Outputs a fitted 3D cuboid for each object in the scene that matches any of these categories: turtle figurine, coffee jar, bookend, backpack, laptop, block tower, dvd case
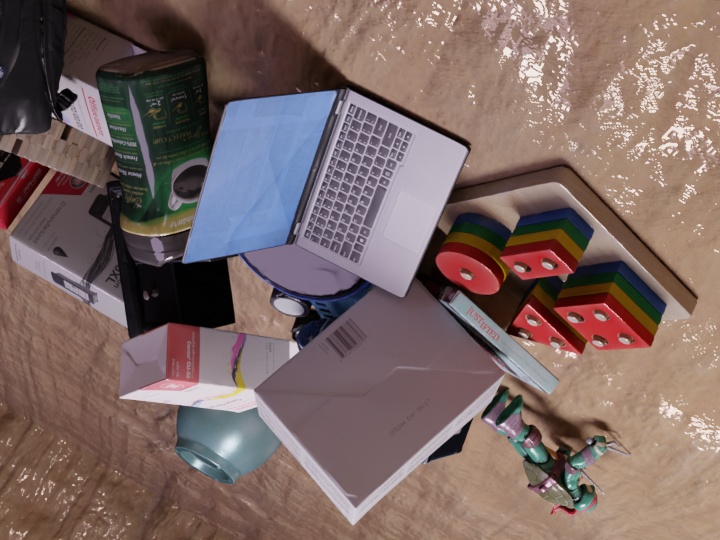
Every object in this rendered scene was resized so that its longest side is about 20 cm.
[{"bbox_3d":[0.242,0.232,1.523,0.200,0.101,0.150,41,155,-10],"label":"turtle figurine"},{"bbox_3d":[-0.193,-0.110,1.223,0.085,0.104,0.202,14,118,42],"label":"coffee jar"},{"bbox_3d":[-0.187,-0.012,1.394,0.198,0.092,0.202,0,99,51],"label":"bookend"},{"bbox_3d":[-0.351,-0.232,1.165,0.126,0.202,0.167,17,-162,20],"label":"backpack"},{"bbox_3d":[-0.034,-0.059,1.139,0.199,0.116,0.188,27,128,6],"label":"laptop"},{"bbox_3d":[-0.352,-0.147,1.398,0.054,0.058,0.200,27,-176,29],"label":"block tower"},{"bbox_3d":[0.119,0.060,1.312,0.146,0.022,0.200,42,175,-15],"label":"dvd case"}]

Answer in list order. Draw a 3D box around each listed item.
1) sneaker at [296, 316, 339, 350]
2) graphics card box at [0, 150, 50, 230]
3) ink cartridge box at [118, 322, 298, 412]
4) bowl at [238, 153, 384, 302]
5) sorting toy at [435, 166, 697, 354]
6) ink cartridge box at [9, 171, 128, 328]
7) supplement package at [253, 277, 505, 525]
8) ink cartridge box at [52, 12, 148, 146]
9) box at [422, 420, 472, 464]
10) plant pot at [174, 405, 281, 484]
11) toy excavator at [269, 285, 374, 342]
[{"bbox_3d":[0.014,0.126,1.370,0.199,0.077,0.085,27,138,2],"label":"sneaker"},{"bbox_3d":[-0.506,-0.140,1.609,0.199,0.126,0.051,19,155,22],"label":"graphics card box"},{"bbox_3d":[-0.158,0.114,1.404,0.199,0.068,0.116,11,160,-35],"label":"ink cartridge box"},{"bbox_3d":[-0.056,-0.055,1.256,0.199,0.039,0.202,15,127,20],"label":"bowl"},{"bbox_3d":[0.175,0.006,1.174,0.200,0.070,0.198,41,155,-24],"label":"sorting toy"},{"bbox_3d":[-0.320,-0.033,1.580,0.199,0.146,0.083,30,154,2],"label":"ink cartridge box"},{"bbox_3d":[0.017,0.126,1.253,0.156,0.200,0.111,47,165,14],"label":"supplement package"},{"bbox_3d":[-0.297,-0.205,1.304,0.199,0.068,0.115,26,157,10],"label":"ink cartridge box"},{"bbox_3d":[0.030,0.143,1.503,0.199,0.108,0.148,22,-175,21],"label":"box"},{"bbox_3d":[-0.235,0.279,2.119,0.199,0.135,0.201,25,157,11],"label":"plant pot"},{"bbox_3d":[0.000,0.000,1.365,0.199,0.100,0.195,1,145,25],"label":"toy excavator"}]
